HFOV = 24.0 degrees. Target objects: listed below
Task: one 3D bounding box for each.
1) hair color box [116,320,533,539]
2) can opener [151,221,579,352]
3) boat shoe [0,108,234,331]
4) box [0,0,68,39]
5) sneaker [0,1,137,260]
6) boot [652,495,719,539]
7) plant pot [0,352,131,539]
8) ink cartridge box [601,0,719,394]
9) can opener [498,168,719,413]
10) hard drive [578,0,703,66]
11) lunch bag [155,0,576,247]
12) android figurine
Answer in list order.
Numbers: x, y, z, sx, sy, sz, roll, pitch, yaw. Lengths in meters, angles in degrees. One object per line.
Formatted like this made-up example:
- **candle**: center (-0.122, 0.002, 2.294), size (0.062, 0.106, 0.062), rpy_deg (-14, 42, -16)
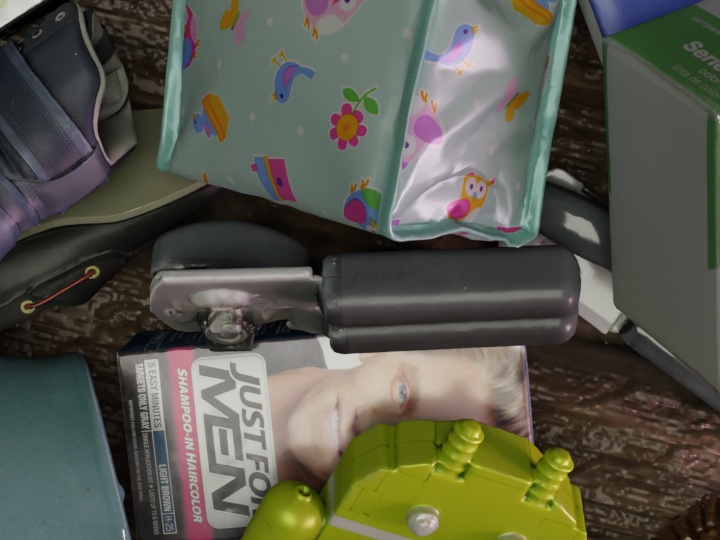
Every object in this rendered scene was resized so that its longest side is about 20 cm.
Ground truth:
- **hair color box**: center (-0.015, 0.075, 0.841), size (0.198, 0.061, 0.101), rpy_deg (-6, 97, 3)
- **can opener**: center (0.000, 0.000, 0.785), size (0.198, 0.053, 0.067), rpy_deg (-3, 60, 3)
- **boat shoe**: center (-0.147, -0.021, 0.838), size (0.200, 0.074, 0.063), rpy_deg (-24, 134, -5)
- **box**: center (-0.132, -0.225, 0.825), size (0.199, 0.036, 0.145), rpy_deg (-29, 95, 7)
- **sneaker**: center (-0.194, -0.086, 0.806), size (0.146, 0.077, 0.202), rpy_deg (-39, 59, -7)
- **boot**: center (0.175, 0.202, 0.851), size (0.107, 0.075, 0.201), rpy_deg (34, 94, -19)
- **plant pot**: center (-0.204, 0.124, 0.797), size (0.187, 0.200, 0.202), rpy_deg (-14, 96, -10)
- **ink cartridge box**: center (0.213, -0.056, 0.745), size (0.199, 0.087, 0.146), rpy_deg (-22, 127, -19)
- **can opener**: center (0.153, 0.025, 0.824), size (0.200, 0.067, 0.053), rpy_deg (37, 98, -2)
- **hard drive**: center (0.140, -0.191, 0.753), size (0.131, 0.025, 0.201), rpy_deg (-25, 102, -9)
- **lunch bag**: center (0.007, -0.125, 0.744), size (0.170, 0.121, 0.202), rpy_deg (16, 100, 43)
- **android figurine**: center (0.031, 0.144, 0.809), size (0.181, 0.041, 0.200), rpy_deg (21, 126, -16)
